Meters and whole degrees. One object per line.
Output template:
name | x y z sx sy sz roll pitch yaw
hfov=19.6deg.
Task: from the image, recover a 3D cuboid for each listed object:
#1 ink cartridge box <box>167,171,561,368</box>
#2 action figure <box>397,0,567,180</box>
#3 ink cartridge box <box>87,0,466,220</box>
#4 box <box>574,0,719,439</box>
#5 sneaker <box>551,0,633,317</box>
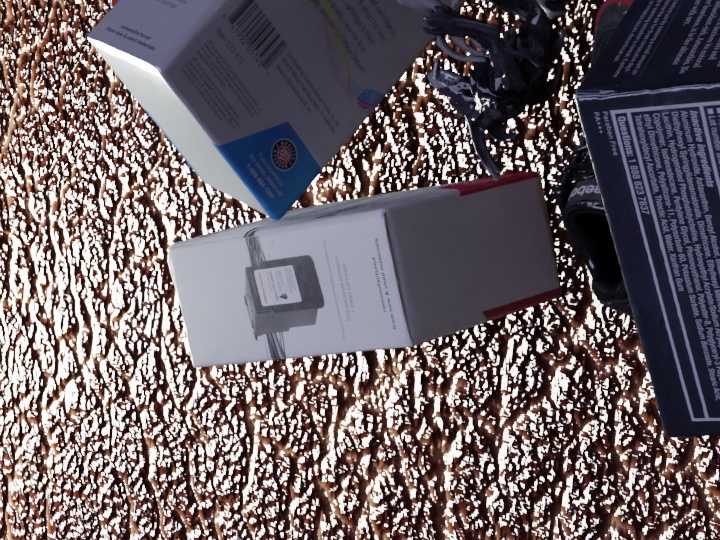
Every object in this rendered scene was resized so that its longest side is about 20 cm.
ink cartridge box | 0.000 0.000 1.290 0.199 0.145 0.084 -8 96 46
action figure | 0.080 -0.161 1.231 0.102 0.119 0.201 20 101 10
ink cartridge box | -0.044 -0.157 1.270 0.200 0.145 0.084 -49 43 -13
box | 0.232 -0.032 0.990 0.197 0.123 0.201 -2 122 29
sneaker | 0.153 -0.065 1.170 0.071 0.098 0.202 -11 83 47
